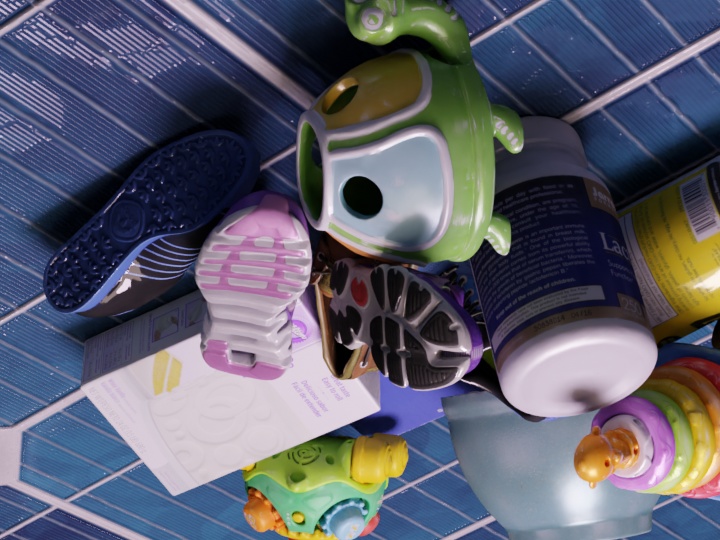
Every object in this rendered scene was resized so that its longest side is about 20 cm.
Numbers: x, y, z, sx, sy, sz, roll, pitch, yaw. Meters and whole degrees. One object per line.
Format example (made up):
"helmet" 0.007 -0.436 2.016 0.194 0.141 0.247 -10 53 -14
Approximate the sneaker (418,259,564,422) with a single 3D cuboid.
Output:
"sneaker" 0.093 0.034 1.525 0.079 0.200 0.089 -49 168 27

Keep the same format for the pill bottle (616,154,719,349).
"pill bottle" 0.236 -0.002 1.574 0.199 0.115 0.114 -29 143 25

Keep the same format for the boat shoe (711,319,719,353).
"boat shoe" 0.348 0.030 1.597 0.074 0.067 0.200 -20 -166 47

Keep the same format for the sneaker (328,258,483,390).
"sneaker" 0.042 0.025 1.377 0.083 0.200 0.081 -6 104 -18

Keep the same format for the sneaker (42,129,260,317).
"sneaker" -0.141 -0.033 1.465 0.199 0.070 0.078 -35 161 22

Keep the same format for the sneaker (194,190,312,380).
"sneaker" -0.074 -0.005 1.447 0.080 0.089 0.201 12 147 -1

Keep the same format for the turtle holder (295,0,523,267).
"turtle holder" 0.030 -0.088 1.353 0.131 0.142 0.186 -7 142 -16

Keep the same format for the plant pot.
"plant pot" 0.173 0.157 1.657 0.199 0.135 0.200 -8 175 -1

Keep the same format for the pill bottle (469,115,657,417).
"pill bottle" 0.138 -0.005 1.461 0.115 0.201 0.116 -9 148 -6

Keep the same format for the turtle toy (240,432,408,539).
"turtle toy" -0.034 0.188 1.739 0.145 0.102 0.200 5 178 12

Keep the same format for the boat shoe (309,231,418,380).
"boat shoe" 0.000 0.000 1.495 0.068 0.072 0.201 -35 135 -31

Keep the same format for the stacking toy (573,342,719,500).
"stacking toy" 0.213 0.126 1.479 0.109 0.117 0.199 11 -167 37

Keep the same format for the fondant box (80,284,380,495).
"fondant box" -0.104 0.084 1.611 0.199 0.058 0.145 -24 127 16

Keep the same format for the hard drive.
"hard drive" 0.020 0.077 1.701 0.131 0.026 0.200 -24 144 17
